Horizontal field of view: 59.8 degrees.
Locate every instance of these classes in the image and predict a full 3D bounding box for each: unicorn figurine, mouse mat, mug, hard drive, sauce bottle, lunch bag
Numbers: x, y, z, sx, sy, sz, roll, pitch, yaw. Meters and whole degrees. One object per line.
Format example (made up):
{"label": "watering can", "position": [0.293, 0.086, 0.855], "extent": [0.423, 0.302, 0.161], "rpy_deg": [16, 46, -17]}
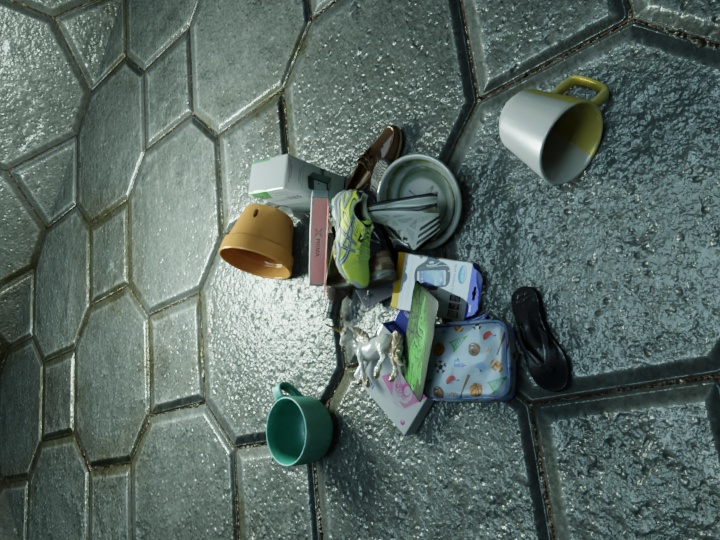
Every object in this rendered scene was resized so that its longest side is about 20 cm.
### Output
{"label": "unicorn figurine", "position": [0.018, 0.177, 1.362], "extent": [0.196, 0.074, 0.141], "rpy_deg": [-13, 62, 28]}
{"label": "mouse mat", "position": [0.114, 0.135, 1.237], "extent": [0.161, 0.007, 0.206], "rpy_deg": [-129, 46, -72]}
{"label": "mug", "position": [-0.137, 0.364, 1.494], "extent": [0.150, 0.113, 0.191], "rpy_deg": [-6, 78, 43]}
{"label": "hard drive", "position": [0.022, -0.030, 1.418], "extent": [0.133, 0.042, 0.204], "rpy_deg": [-26, 87, 38]}
{"label": "mug", "position": [0.346, -0.261, 1.145], "extent": [0.153, 0.183, 0.153], "rpy_deg": [44, 146, 47]}
{"label": "sauce bottle", "position": [-0.050, 0.016, 1.502], "extent": [0.065, 0.065, 0.206], "rpy_deg": [11, 91, 43]}
{"label": "lunch bag", "position": [0.210, 0.171, 1.205], "extent": [0.196, 0.075, 0.165], "rpy_deg": [-8, 74, 30]}

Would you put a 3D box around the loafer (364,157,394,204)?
{"label": "loafer", "position": [0.050, -0.165, 1.436], "extent": [0.074, 0.070, 0.202], "rpy_deg": [55, 136, 31]}

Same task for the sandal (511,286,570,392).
{"label": "sandal", "position": [0.319, 0.127, 1.146], "extent": [0.076, 0.042, 0.204], "rpy_deg": [-35, 61, 34]}

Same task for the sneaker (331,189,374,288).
{"label": "sneaker", "position": [-0.010, -0.065, 1.278], "extent": [0.075, 0.074, 0.206], "rpy_deg": [-10, 91, 45]}

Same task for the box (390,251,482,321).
{"label": "box", "position": [0.161, 0.035, 1.298], "extent": [0.196, 0.041, 0.123], "rpy_deg": [10, 90, 31]}

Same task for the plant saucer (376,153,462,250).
{"label": "plant saucer", "position": [0.130, -0.148, 1.341], "extent": [0.196, 0.050, 0.206], "rpy_deg": [8, 106, 27]}

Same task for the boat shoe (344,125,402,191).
{"label": "boat shoe", "position": [0.030, -0.248, 1.466], "extent": [0.072, 0.067, 0.203], "rpy_deg": [47, 115, 37]}

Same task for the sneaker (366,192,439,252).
{"label": "sneaker", "position": [0.075, -0.091, 1.314], "extent": [0.196, 0.075, 0.119], "rpy_deg": [-6, 98, 28]}

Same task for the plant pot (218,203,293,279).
{"label": "plant pot", "position": [-0.257, -0.080, 1.644], "extent": [0.197, 0.199, 0.143], "rpy_deg": [-4, 62, 42]}

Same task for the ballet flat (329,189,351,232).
{"label": "ballet flat", "position": [-0.050, -0.125, 1.493], "extent": [0.200, 0.070, 0.074], "rpy_deg": [135, 131, -67]}

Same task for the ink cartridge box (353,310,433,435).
{"label": "ink cartridge box", "position": [0.092, 0.211, 1.352], "extent": [0.196, 0.043, 0.203], "rpy_deg": [42, 113, 40]}

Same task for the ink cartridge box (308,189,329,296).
{"label": "ink cartridge box", "position": [-0.094, -0.063, 1.393], "extent": [0.174, 0.042, 0.206], "rpy_deg": [-97, 10, -74]}

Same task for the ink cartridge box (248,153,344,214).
{"label": "ink cartridge box", "position": [-0.155, -0.208, 1.547], "extent": [0.144, 0.198, 0.087], "rpy_deg": [-2, 78, 42]}

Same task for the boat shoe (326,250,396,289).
{"label": "boat shoe", "position": [0.000, 0.000, 1.376], "extent": [0.197, 0.075, 0.074], "rpy_deg": [-12, 78, 41]}
